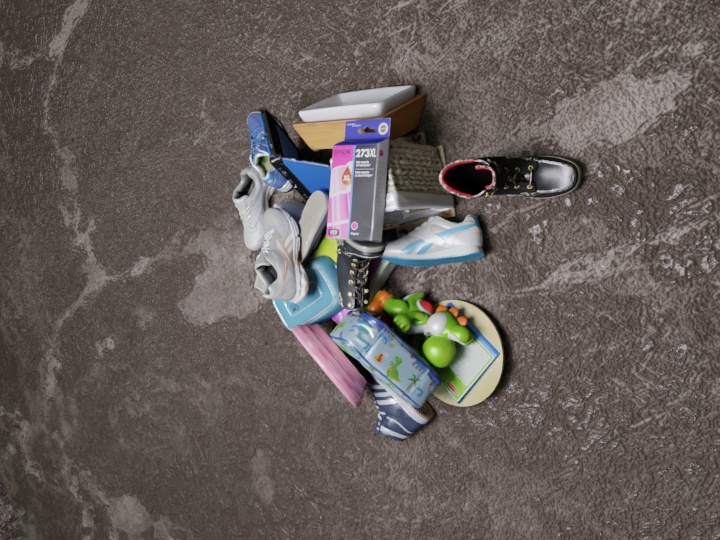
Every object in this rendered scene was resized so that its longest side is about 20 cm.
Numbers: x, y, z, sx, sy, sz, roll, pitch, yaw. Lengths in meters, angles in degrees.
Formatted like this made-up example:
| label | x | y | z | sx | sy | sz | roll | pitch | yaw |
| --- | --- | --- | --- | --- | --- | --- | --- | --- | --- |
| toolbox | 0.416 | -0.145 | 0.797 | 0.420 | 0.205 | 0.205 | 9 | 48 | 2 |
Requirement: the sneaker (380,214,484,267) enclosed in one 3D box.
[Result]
| label | x | y | z | sx | sy | sz | roll | pitch | yaw |
| --- | --- | --- | --- | --- | --- | --- | --- | --- | --- |
| sneaker | 0.124 | -0.053 | 1.212 | 0.199 | 0.077 | 0.081 | -5 | 78 | 17 |

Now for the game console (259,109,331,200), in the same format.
| label | x | y | z | sx | sy | sz | roll | pitch | yaw |
| --- | --- | --- | --- | --- | --- | --- | --- | --- | --- |
| game console | -0.093 | -0.215 | 1.286 | 0.118 | 0.200 | 0.171 | -19 | 71 | 10 |

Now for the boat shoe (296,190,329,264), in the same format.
| label | x | y | z | sx | sy | sz | roll | pitch | yaw |
| --- | --- | --- | --- | --- | --- | --- | --- | --- | --- |
| boat shoe | -0.098 | -0.067 | 1.313 | 0.073 | 0.063 | 0.200 | 51 | 122 | 35 |

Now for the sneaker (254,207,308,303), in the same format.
| label | x | y | z | sx | sy | sz | roll | pitch | yaw |
| --- | --- | --- | --- | --- | --- | --- | --- | --- | --- |
| sneaker | -0.164 | -0.034 | 1.268 | 0.076 | 0.092 | 0.200 | -37 | 62 | 42 |

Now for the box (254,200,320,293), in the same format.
| label | x | y | z | sx | sy | sz | roll | pitch | yaw |
| --- | --- | --- | --- | --- | --- | --- | --- | --- | --- |
| box | -0.151 | -0.040 | 1.419 | 0.095 | 0.078 | 0.200 | 31 | 116 | 26 |

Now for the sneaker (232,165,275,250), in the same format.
| label | x | y | z | sx | sy | sz | roll | pitch | yaw |
| --- | --- | --- | --- | --- | --- | --- | --- | --- | --- |
| sneaker | -0.245 | -0.139 | 1.452 | 0.078 | 0.099 | 0.201 | 15 | 108 | 32 |

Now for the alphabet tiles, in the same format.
| label | x | y | z | sx | sy | sz | roll | pitch | yaw |
| --- | --- | --- | --- | --- | --- | --- | --- | --- | --- |
| alphabet tiles | 0.097 | -0.154 | 1.264 | 0.166 | 0.006 | 0.201 | -8 | 95 | 36 |

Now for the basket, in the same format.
| label | x | y | z | sx | sy | sz | roll | pitch | yaw |
| --- | --- | --- | --- | --- | --- | --- | --- | --- | --- |
| basket | 0.055 | -0.153 | 1.171 | 0.135 | 0.200 | 0.124 | -13 | 87 | 36 |

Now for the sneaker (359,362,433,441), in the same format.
| label | x | y | z | sx | sy | sz | roll | pitch | yaw |
| --- | --- | --- | --- | --- | --- | --- | --- | --- | --- |
| sneaker | 0.045 | 0.256 | 1.345 | 0.200 | 0.070 | 0.109 | 46 | 120 | 16 |

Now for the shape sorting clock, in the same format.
| label | x | y | z | sx | sy | sz | roll | pitch | yaw |
| --- | --- | --- | --- | --- | --- | --- | --- | --- | --- |
| shape sorting clock | 0.181 | 0.155 | 1.245 | 0.200 | 0.039 | 0.201 | 0 | 89 | 38 |

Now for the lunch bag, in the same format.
| label | x | y | z | sx | sy | sz | roll | pitch | yaw |
| --- | --- | --- | --- | --- | --- | --- | --- | --- | --- |
| lunch bag | 0.042 | 0.158 | 1.216 | 0.200 | 0.082 | 0.161 | 42 | 169 | -10 |

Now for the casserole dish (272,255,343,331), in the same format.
| label | x | y | z | sx | sy | sz | roll | pitch | yaw |
| --- | --- | --- | --- | --- | --- | --- | --- | --- | --- |
| casserole dish | -0.108 | 0.054 | 1.344 | 0.200 | 0.039 | 0.121 | -34 | 82 | 33 |

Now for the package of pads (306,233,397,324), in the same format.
| label | x | y | z | sx | sy | sz | roll | pitch | yaw |
| --- | --- | --- | --- | --- | --- | --- | --- | --- | --- |
| package of pads | -0.029 | -0.002 | 1.345 | 0.154 | 0.068 | 0.200 | 44 | 120 | 19 |

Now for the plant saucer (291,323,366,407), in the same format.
| label | x | y | z | sx | sy | sz | roll | pitch | yaw |
| --- | --- | --- | --- | --- | --- | --- | --- | --- | --- |
| plant saucer | -0.054 | 0.177 | 1.302 | 0.051 | 0.201 | 0.201 | -40 | 72 | -7 |

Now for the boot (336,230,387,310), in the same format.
| label | x | y | z | sx | sy | sz | roll | pitch | yaw |
| --- | --- | --- | --- | --- | --- | --- | --- | --- | --- |
| boot | 0.001 | 0.000 | 1.199 | 0.204 | 0.073 | 0.154 | -144 | 50 | -69 |

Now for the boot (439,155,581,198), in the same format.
| label | x | y | z | sx | sy | sz | roll | pitch | yaw |
| --- | --- | --- | --- | --- | --- | --- | --- | --- | --- |
| boot | 0.239 | -0.151 | 1.073 | 0.200 | 0.150 | 0.073 | 13 | 107 | 33 |

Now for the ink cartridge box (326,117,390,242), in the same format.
| label | x | y | z | sx | sy | sz | roll | pitch | yaw |
| --- | --- | --- | --- | --- | --- | --- | --- | --- | --- |
| ink cartridge box | -0.003 | -0.148 | 1.076 | 0.095 | 0.037 | 0.201 | 6 | 90 | 38 |

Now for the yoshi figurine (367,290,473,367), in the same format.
| label | x | y | z | sx | sy | sz | roll | pitch | yaw |
| --- | --- | --- | --- | --- | --- | --- | --- | --- | --- |
| yoshi figurine | 0.106 | 0.115 | 1.221 | 0.200 | 0.112 | 0.112 | 19 | 117 | 35 |

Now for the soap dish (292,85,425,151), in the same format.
| label | x | y | z | sx | sy | sz | roll | pitch | yaw |
| --- | --- | --- | --- | --- | --- | --- | --- | --- | --- |
| soap dish | 0.001 | -0.280 | 1.223 | 0.200 | 0.157 | 0.081 | 5 | 119 | 34 |

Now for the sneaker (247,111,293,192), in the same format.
| label | x | y | z | sx | sy | sz | roll | pitch | yaw |
| --- | --- | --- | --- | --- | --- | --- | --- | --- | --- |
| sneaker | -0.197 | -0.259 | 1.396 | 0.076 | 0.077 | 0.200 | -38 | 66 | 28 |
